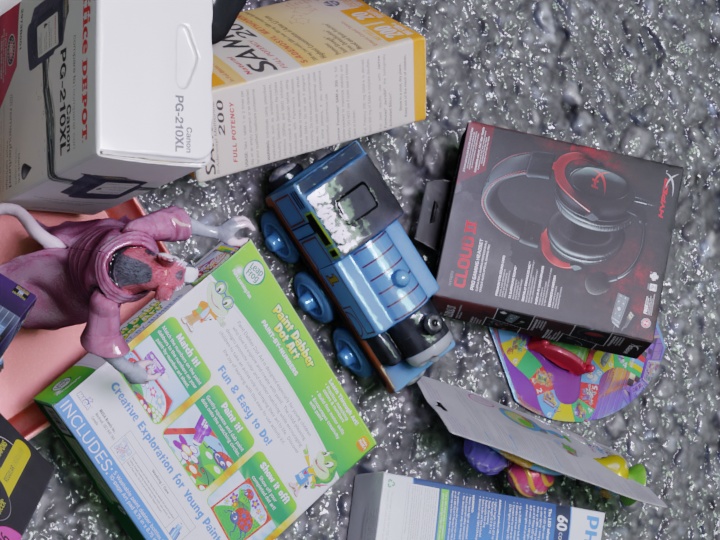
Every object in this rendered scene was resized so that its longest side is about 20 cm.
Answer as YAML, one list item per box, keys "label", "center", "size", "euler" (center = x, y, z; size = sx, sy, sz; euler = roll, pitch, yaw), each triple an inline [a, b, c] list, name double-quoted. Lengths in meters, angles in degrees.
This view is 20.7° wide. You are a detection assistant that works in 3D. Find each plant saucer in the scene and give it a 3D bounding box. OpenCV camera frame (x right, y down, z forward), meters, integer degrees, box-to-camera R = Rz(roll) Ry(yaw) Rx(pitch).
- label: "plant saucer"
  center: [-0.244, 0.004, 1.447]
  size: [0.199, 0.037, 0.201]
  euler: [-34, 96, -25]

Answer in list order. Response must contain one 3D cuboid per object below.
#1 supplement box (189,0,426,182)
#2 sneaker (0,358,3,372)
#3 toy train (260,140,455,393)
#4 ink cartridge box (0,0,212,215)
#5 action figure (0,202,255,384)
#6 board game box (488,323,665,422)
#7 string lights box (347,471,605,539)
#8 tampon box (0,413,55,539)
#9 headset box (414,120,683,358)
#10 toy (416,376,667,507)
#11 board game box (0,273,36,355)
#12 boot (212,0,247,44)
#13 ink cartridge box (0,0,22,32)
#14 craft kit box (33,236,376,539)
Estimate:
- label: "supplement box"
  center: [-0.065, -0.144, 1.494]
  size: [0.199, 0.126, 0.074]
  euler: [-18, 123, -27]
- label: "sneaker"
  center: [-0.344, 0.045, 1.352]
  size: [0.199, 0.072, 0.073]
  euler: [6, 97, -5]
- label: "toy train"
  center: [0.000, 0.000, 1.516]
  size: [0.087, 0.114, 0.201]
  euler: [-35, 97, -24]
- label: "ink cartridge box"
  center: [-0.180, -0.127, 1.363]
  size: [0.084, 0.200, 0.146]
  euler: [4, 80, -29]
- label: "action figure"
  center: [-0.173, -0.011, 1.350]
  size: [0.149, 0.200, 0.134]
  euler: [34, 74, -22]
- label: "board game box"
  center: [0.180, 0.024, 1.636]
  size: [0.157, 0.039, 0.201]
  euler: [-19, 90, -26]
- label: "string lights box"
  center: [0.090, 0.226, 1.554]
  size: [0.199, 0.059, 0.103]
  euler: [13, 77, -22]
- label: "tampon box"
  center: [-0.320, 0.174, 1.276]
  size: [0.200, 0.150, 0.126]
  euler: [-40, 102, 15]
- label: "headset box"
  center: [0.144, -0.026, 1.580]
  size: [0.199, 0.075, 0.150]
  euler: [13, 77, 1]
- label: "toy"
  center: [0.135, 0.150, 1.571]
  size: [0.199, 0.115, 0.047]
  euler: [18, 104, -20]
- label: "board game box"
  center: [-0.318, 0.010, 1.249]
  size: [0.199, 0.165, 0.057]
  euler: [32, 108, -6]
- label: "boot"
  center: [-0.020, -0.232, 1.456]
  size: [0.199, 0.066, 0.166]
  euler: [9, 80, -1]
- label: "ink cartridge box"
  center: [-0.194, -0.277, 1.444]
  size: [0.162, 0.201, 0.057]
  euler: [-11, 43, -26]
- label: "craft kit box"
  center: [-0.110, 0.112, 1.465]
  size: [0.197, 0.048, 0.201]
  euler: [-39, 112, -22]
